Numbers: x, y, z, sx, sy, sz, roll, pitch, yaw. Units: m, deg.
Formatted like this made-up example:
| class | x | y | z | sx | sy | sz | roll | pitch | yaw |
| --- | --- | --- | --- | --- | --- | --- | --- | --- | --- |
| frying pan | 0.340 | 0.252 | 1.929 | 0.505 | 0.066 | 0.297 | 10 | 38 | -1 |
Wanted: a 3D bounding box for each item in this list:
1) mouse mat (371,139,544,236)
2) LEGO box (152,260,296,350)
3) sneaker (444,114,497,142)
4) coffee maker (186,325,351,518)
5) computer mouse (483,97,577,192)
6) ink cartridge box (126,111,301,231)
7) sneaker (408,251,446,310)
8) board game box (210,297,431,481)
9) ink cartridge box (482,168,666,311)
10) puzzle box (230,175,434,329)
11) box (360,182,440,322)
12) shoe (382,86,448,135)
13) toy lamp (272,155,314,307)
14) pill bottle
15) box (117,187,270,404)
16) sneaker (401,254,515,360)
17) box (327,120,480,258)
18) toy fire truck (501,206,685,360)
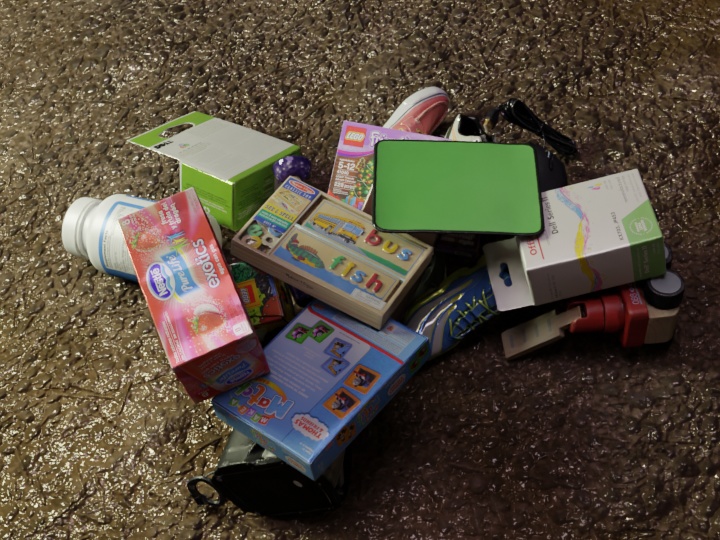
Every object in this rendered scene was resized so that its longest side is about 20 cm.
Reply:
| class | x | y | z | sx | sy | sz | roll | pitch | yaw |
| --- | --- | --- | --- | --- | --- | --- | --- | --- | --- |
| mouse mat | 0.113 | -0.099 | 1.562 | 0.198 | 0.008 | 0.162 | 2 | 46 | 0 |
| LEGO box | -0.161 | 0.049 | 1.611 | 0.148 | 0.200 | 0.078 | -15 | 82 | 0 |
| sneaker | 0.161 | -0.131 | 1.762 | 0.073 | 0.080 | 0.200 | -1 | 41 | -33 |
| coffee maker | -0.090 | 0.168 | 1.536 | 0.190 | 0.135 | 0.201 | 4 | 50 | 18 |
| computer mouse | 0.217 | -0.149 | 1.735 | 0.140 | 0.046 | 0.201 | 35 | 46 | -8 |
| ink cartridge box | -0.202 | -0.144 | 1.846 | 0.199 | 0.076 | 0.148 | 22 | 35 | 30 |
| sneaker | 0.081 | -0.041 | 1.706 | 0.066 | 0.091 | 0.201 | 4 | 51 | 18 |
| board game box | -0.042 | 0.117 | 1.454 | 0.151 | 0.037 | 0.200 | 27 | 57 | 33 |
| ink cartridge box | 0.241 | -0.034 | 1.543 | 0.198 | 0.068 | 0.118 | -15 | 47 | 5 |
| puzzle box | -0.031 | -0.023 | 1.519 | 0.199 | 0.026 | 0.133 | 26 | 47 | 14 |
| box | 0.022 | 0.004 | 1.607 | 0.100 | 0.075 | 0.201 | 26 | 99 | 6 |
| shoe | 0.068 | -0.167 | 1.839 | 0.200 | 0.072 | 0.091 | -41 | 53 | -15 |
| toy lamp | -0.077 | -0.049 | 1.694 | 0.058 | 0.058 | 0.201 | -12 | 63 | 3 |
| pill bottle | -0.295 | -0.041 | 1.785 | 0.199 | 0.113 | 0.113 | 13 | 53 | 24 |
| box | -0.181 | 0.027 | 1.447 | 0.094 | 0.103 | 0.201 | -23 | 62 | -4 |
| sneaker | 0.133 | 0.035 | 1.610 | 0.200 | 0.076 | 0.105 | -42 | 8 | -23 |
| box | 0.061 | -0.102 | 1.668 | 0.198 | 0.039 | 0.138 | 10 | 77 | 7 |
| toy fire truck | 0.267 | 0.024 | 1.600 | 0.198 | 0.129 | 0.177 | -6 | 47 | -5 |
